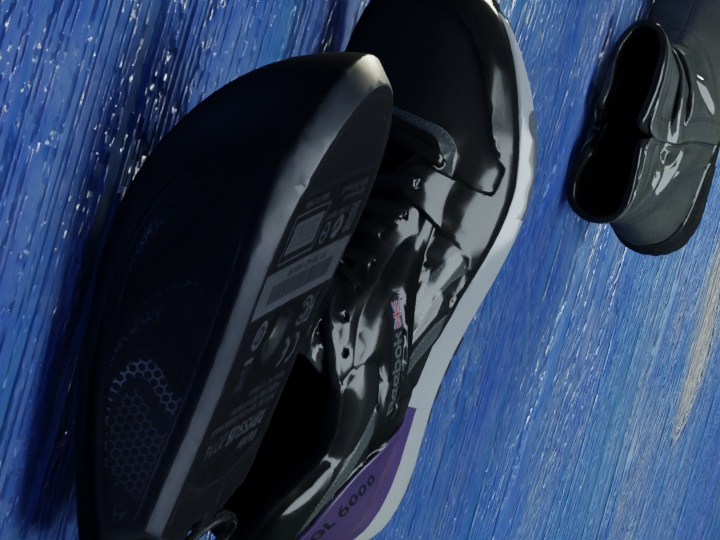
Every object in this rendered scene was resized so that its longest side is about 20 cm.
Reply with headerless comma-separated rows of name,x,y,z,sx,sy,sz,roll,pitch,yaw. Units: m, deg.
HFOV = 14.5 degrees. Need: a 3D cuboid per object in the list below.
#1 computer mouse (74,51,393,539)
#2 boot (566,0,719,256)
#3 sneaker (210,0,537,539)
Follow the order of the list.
computer mouse,-0.054,0.024,0.774,0.201,0.053,0.138,-66,167,12
boot,0.166,-0.108,1.482,0.131,0.068,0.201,36,69,-70
sneaker,0.000,0.000,0.910,0.088,0.076,0.201,-1,107,-70
